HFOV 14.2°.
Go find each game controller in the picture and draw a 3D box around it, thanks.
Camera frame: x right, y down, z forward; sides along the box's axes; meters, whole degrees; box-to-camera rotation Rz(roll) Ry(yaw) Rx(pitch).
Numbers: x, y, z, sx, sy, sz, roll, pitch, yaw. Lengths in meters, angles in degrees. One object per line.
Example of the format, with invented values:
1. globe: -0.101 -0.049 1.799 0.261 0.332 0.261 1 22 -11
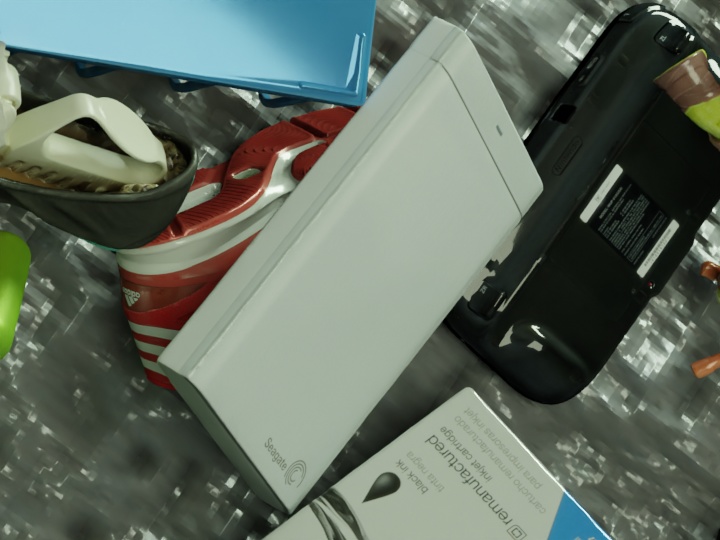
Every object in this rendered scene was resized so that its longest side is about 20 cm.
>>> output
1. game controller: 0.120 -0.033 1.431 0.104 0.042 0.200 45 74 -30

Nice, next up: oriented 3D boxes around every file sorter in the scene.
1. file sorter: -0.103 -0.153 1.291 0.200 0.123 0.139 8 86 -21

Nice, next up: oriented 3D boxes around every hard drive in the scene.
1. hard drive: 0.000 0.000 1.309 0.200 0.027 0.132 -51 145 -14

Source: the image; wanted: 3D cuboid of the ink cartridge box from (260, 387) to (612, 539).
1. ink cartridge box: 0.018 0.174 1.323 0.200 0.084 0.146 -36 70 -20

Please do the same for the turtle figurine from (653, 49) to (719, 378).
1. turtle figurine: 0.206 -0.038 1.388 0.161 0.200 0.064 58 32 0

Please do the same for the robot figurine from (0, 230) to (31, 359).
1. robot figurine: -0.229 0.020 1.239 0.175 0.116 0.201 -2 90 4

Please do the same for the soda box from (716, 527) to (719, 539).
1. soda box: 0.196 0.194 1.382 0.071 0.063 0.200 47 37 -15

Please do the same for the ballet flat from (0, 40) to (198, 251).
1. ballet flat: -0.149 -0.061 1.207 0.200 0.068 0.068 14 51 -43

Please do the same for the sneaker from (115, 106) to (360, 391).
1. sneaker: -0.028 -0.002 1.361 0.200 0.078 0.116 -19 119 -27
